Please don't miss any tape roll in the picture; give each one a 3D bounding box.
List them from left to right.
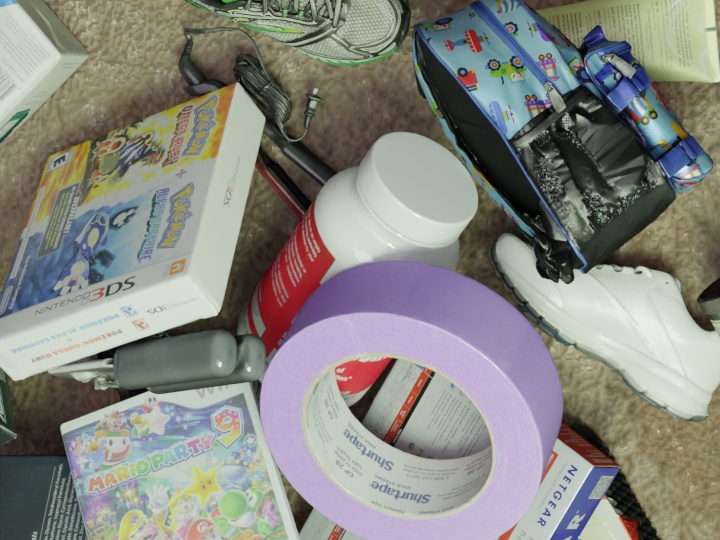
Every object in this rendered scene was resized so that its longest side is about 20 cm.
[{"bbox_3d":[0.034,0.095,1.315,0.198,0.066,0.202,10,125,14],"label":"tape roll"}]

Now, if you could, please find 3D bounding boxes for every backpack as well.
[{"bbox_3d":[0.126,-0.105,1.307,0.134,0.183,0.201,-37,84,3],"label":"backpack"}]

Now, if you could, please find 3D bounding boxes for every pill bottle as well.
[{"bbox_3d":[0.000,0.000,1.376,0.112,0.112,0.200,38,129,4],"label":"pill bottle"}]

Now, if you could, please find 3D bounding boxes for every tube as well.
[{"bbox_3d":[0.157,-0.162,1.396,0.198,0.052,0.058,-7,138,8],"label":"tube"}]

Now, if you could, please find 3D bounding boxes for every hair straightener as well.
[{"bbox_3d":[-0.060,-0.113,1.451,0.077,0.041,0.200,-43,84,13],"label":"hair straightener"}]

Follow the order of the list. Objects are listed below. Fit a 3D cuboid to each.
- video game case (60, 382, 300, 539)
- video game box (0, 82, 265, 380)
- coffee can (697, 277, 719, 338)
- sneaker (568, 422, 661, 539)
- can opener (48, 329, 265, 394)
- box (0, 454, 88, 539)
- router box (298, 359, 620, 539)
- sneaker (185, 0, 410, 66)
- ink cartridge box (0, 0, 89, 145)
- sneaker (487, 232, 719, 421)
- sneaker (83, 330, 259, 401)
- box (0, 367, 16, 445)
[{"bbox_3d":[-0.121,0.174,1.352,0.142,0.018,0.201,-20,63,2],"label":"video game case"},{"bbox_3d":[-0.166,-0.029,1.385,0.181,0.201,0.047,-17,131,25],"label":"video game box"},{"bbox_3d":[0.343,0.074,1.338,0.145,0.146,0.201,-28,92,13],"label":"coffee can"},{"bbox_3d":[0.172,0.218,1.435,0.093,0.070,0.201,-29,89,22],"label":"sneaker"},{"bbox_3d":[-0.145,0.051,1.353,0.199,0.053,0.068,-10,74,45],"label":"can opener"},{"bbox_3d":[-0.181,0.219,1.444,0.198,0.149,0.108,-1,55,11],"label":"box"},{"bbox_3d":[0.065,0.176,1.420,0.179,0.049,0.201,37,104,30],"label":"router box"},{"bbox_3d":[-0.060,-0.198,1.411,0.198,0.085,0.079,15,100,8],"label":"sneaker"},{"bbox_3d":[-0.320,-0.138,1.478,0.200,0.067,0.116,-42,88,13],"label":"ink cartridge box"},{"bbox_3d":[0.183,0.027,1.411,0.199,0.075,0.088,33,90,-2],"label":"sneaker"},{"bbox_3d":[-0.141,0.066,1.453,0.113,0.075,0.202,-13,101,34],"label":"sneaker"},{"bbox_3d":[-0.366,0.072,1.478,0.192,0.047,0.201,-25,59,15],"label":"box"}]
